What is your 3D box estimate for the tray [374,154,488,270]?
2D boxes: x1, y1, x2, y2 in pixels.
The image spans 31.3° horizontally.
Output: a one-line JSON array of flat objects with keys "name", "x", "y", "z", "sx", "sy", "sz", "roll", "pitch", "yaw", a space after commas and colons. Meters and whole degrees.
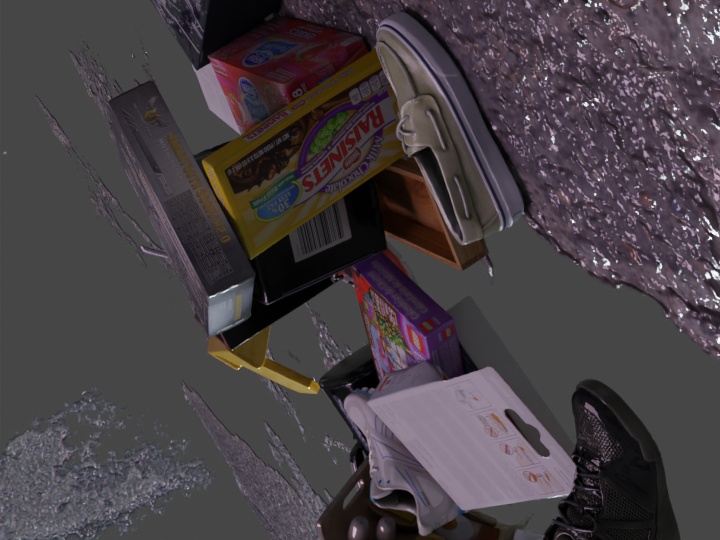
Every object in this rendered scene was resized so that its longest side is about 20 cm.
[{"name": "tray", "x": 0.045, "y": -0.072, "z": 1.240, "sx": 0.200, "sy": 0.037, "sz": 0.100, "roll": 27, "pitch": 145, "yaw": 60}]

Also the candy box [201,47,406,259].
[{"name": "candy box", "x": -0.039, "y": -0.105, "z": 1.134, "sx": 0.026, "sy": 0.199, "sz": 0.103, "roll": 34, "pitch": 153, "yaw": 46}]

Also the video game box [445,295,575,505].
[{"name": "video game box", "x": 0.136, "y": 0.141, "z": 1.344, "sx": 0.201, "sy": 0.047, "sz": 0.182, "roll": 56, "pitch": 166, "yaw": 11}]

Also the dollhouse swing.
[{"name": "dollhouse swing", "x": -0.152, "y": 0.101, "z": 2.147, "sx": 0.200, "sy": 0.173, "sz": 0.184, "roll": 161, "pitch": 118, "yaw": -74}]

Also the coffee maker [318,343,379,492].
[{"name": "coffee maker", "x": 0.063, "y": 0.182, "z": 1.531, "sx": 0.191, "sy": 0.135, "sz": 0.202, "roll": -23, "pitch": 102, "yaw": 38}]

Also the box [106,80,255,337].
[{"name": "box", "x": -0.162, "y": -0.052, "z": 1.173, "sx": 0.202, "sy": 0.048, "sz": 0.159, "roll": 61, "pitch": 167, "yaw": 11}]

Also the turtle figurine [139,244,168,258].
[{"name": "turtle figurine", "x": -0.143, "y": -0.029, "z": 1.698, "sx": 0.195, "sy": 0.200, "sz": 0.144, "roll": 52, "pitch": -162, "yaw": 5}]

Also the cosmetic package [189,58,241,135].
[{"name": "cosmetic package", "x": -0.137, "y": -0.224, "z": 1.478, "sx": 0.200, "sy": 0.051, "sz": 0.152, "roll": 41, "pitch": 158, "yaw": 47}]

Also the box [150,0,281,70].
[{"name": "box", "x": -0.162, "y": -0.330, "z": 1.265, "sx": 0.183, "sy": 0.104, "sz": 0.200, "roll": 55, "pitch": 164, "yaw": 5}]

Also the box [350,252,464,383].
[{"name": "box", "x": 0.055, "y": 0.087, "z": 1.334, "sx": 0.137, "sy": 0.039, "sz": 0.201, "roll": 43, "pitch": 157, "yaw": 40}]

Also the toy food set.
[{"name": "toy food set", "x": 0.071, "y": 0.274, "z": 1.396, "sx": 0.198, "sy": 0.144, "sz": 0.061, "roll": 22, "pitch": 128, "yaw": 19}]

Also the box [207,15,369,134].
[{"name": "box", "x": -0.061, "y": -0.175, "z": 1.257, "sx": 0.200, "sy": 0.095, "sz": 0.101, "roll": 31, "pitch": 148, "yaw": 58}]

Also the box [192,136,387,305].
[{"name": "box", "x": -0.091, "y": -0.062, "z": 1.291, "sx": 0.199, "sy": 0.147, "sz": 0.106, "roll": 25, "pitch": 134, "yaw": 55}]

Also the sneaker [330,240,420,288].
[{"name": "sneaker", "x": 0.000, "y": 0.000, "z": 1.421, "sx": 0.201, "sy": 0.081, "sz": 0.077, "roll": 57, "pitch": 164, "yaw": 4}]

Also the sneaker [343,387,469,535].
[{"name": "sneaker", "x": 0.032, "y": 0.206, "z": 1.388, "sx": 0.200, "sy": 0.086, "sz": 0.075, "roll": 41, "pitch": 159, "yaw": 38}]

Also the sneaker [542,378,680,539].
[{"name": "sneaker", "x": 0.206, "y": 0.196, "z": 1.115, "sx": 0.076, "sy": 0.114, "sz": 0.201, "roll": 30, "pitch": 146, "yaw": 54}]

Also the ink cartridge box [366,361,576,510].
[{"name": "ink cartridge box", "x": 0.118, "y": 0.151, "z": 1.233, "sx": 0.162, "sy": 0.050, "sz": 0.199, "roll": 48, "pitch": 143, "yaw": -14}]

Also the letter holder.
[{"name": "letter holder", "x": -0.115, "y": -0.017, "z": 1.520, "sx": 0.142, "sy": 0.199, "sz": 0.101, "roll": 27, "pitch": 147, "yaw": 61}]

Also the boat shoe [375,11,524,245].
[{"name": "boat shoe", "x": 0.063, "y": -0.116, "z": 1.056, "sx": 0.201, "sy": 0.062, "sz": 0.072, "roll": 59, "pitch": 164, "yaw": 2}]

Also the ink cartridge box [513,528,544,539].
[{"name": "ink cartridge box", "x": 0.202, "y": 0.321, "z": 1.257, "sx": 0.197, "sy": 0.068, "sz": 0.117, "roll": 12, "pitch": 143, "yaw": 19}]
